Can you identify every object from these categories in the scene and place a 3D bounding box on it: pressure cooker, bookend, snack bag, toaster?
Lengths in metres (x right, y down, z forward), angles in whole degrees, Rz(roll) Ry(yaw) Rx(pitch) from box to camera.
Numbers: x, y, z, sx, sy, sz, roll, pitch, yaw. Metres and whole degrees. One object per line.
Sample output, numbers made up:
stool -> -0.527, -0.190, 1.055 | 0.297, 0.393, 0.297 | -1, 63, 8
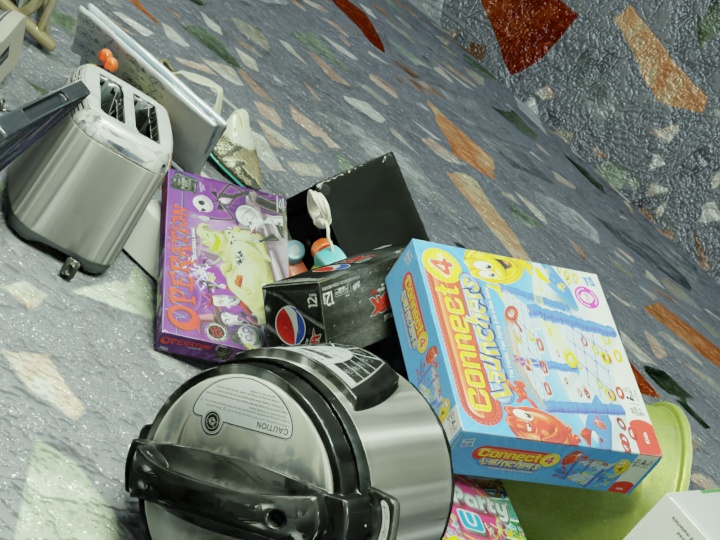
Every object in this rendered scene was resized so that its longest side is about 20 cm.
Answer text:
pressure cooker -> -0.047, 0.144, 0.939 | 0.199, 0.175, 0.180 | 5, 52, -58
bookend -> 0.000, 0.000, 1.464 | 0.201, 0.091, 0.200 | 67, -20, -4
snack bag -> -0.230, -0.182, 1.501 | 0.188, 0.021, 0.200 | 41, -19, -3
toaster -> -0.237, -0.092, 1.252 | 0.113, 0.130, 0.201 | 29, 19, -21

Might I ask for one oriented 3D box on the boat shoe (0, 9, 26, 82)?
boat shoe -> -0.395, -0.212, 1.380 | 0.092, 0.075, 0.200 | 15, 22, -3

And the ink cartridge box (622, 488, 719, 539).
ink cartridge box -> 0.228, 0.270, 1.117 | 0.084, 0.201, 0.144 | 49, 21, 28

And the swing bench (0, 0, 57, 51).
swing bench -> -0.424, -0.383, 1.653 | 0.198, 0.130, 0.199 | 23, 22, -24

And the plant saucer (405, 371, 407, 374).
plant saucer -> 0.072, 0.081, 1.576 | 0.199, 0.037, 0.201 | 34, 17, -12

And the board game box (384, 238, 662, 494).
board game box -> 0.133, 0.079, 1.190 | 0.194, 0.056, 0.202 | 10, 45, -27

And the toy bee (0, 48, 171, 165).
toy bee -> -0.256, -0.159, 1.428 | 0.131, 0.109, 0.199 | 45, 18, 24

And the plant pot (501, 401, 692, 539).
plant pot -> 0.171, 0.184, 1.288 | 0.182, 0.202, 0.201 | 21, 20, -10

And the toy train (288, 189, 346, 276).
toy train -> -0.056, 0.009, 1.397 | 0.151, 0.055, 0.200 | 61, -19, 12

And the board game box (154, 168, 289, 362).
board game box -> -0.121, -0.002, 1.268 | 0.119, 0.032, 0.202 | 10, 45, -16

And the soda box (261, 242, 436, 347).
soda box -> -0.002, 0.026, 1.247 | 0.063, 0.072, 0.199 | -2, 9, 34

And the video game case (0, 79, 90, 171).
video game case -> -0.293, -0.085, 1.101 | 0.019, 0.142, 0.200 | 50, 15, -9

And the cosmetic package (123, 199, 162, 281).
cosmetic package -> -0.131, 0.013, 1.322 | 0.200, 0.051, 0.082 | 42, 19, 13

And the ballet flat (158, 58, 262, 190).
ballet flat -> -0.180, -0.181, 1.691 | 0.200, 0.076, 0.068 | 40, 16, 9

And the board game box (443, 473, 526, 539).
board game box -> 0.061, 0.215, 1.093 | 0.147, 0.064, 0.201 | 21, 32, -35
